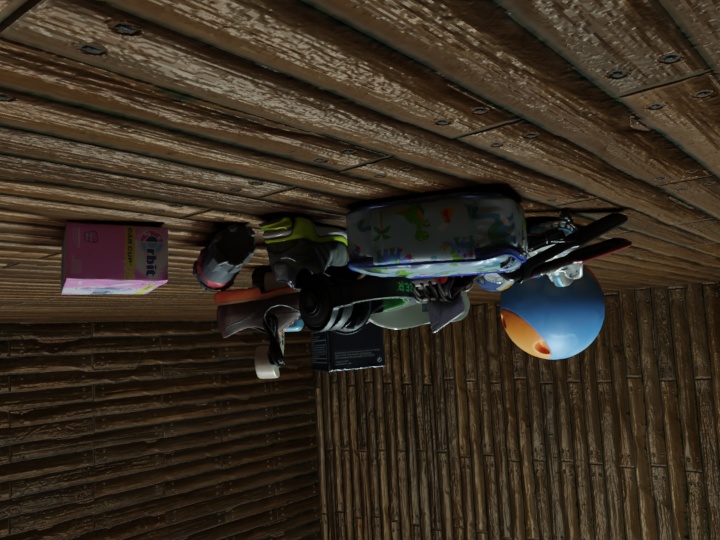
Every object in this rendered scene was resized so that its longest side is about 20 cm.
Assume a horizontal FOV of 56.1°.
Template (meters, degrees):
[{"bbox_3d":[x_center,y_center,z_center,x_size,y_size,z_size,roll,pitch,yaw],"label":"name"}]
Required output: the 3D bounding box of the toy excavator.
[{"bbox_3d":[-0.150,0.095,1.270,0.098,0.205,0.194,-5,174,10],"label":"toy excavator"}]

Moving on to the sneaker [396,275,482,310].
[{"bbox_3d":[0.103,0.011,0.946,0.198,0.083,0.077,-31,122,21],"label":"sneaker"}]

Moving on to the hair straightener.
[{"bbox_3d":[0.256,-0.041,0.880,0.196,0.078,0.041,-17,-161,-4],"label":"hair straightener"}]

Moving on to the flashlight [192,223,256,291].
[{"bbox_3d":[-0.181,-0.017,0.908,0.067,0.069,0.200,4,167,-21],"label":"flashlight"}]

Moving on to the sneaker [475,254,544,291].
[{"bbox_3d":[0.229,-0.018,1.126,0.086,0.077,0.200,11,163,-17],"label":"sneaker"}]

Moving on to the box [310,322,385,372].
[{"bbox_3d":[-0.033,0.098,1.370,0.121,0.203,0.200,-4,175,-14],"label":"box"}]

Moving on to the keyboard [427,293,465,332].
[{"bbox_3d":[0.121,0.020,1.004,0.056,0.011,0.201,-31,-155,17],"label":"keyboard"}]

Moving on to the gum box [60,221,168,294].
[{"bbox_3d":[-0.317,-0.009,0.857,0.111,0.068,0.199,2,173,-26],"label":"gum box"}]

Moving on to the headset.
[{"bbox_3d":[-0.029,0.056,0.811,0.196,0.096,0.123,-12,168,20],"label":"headset"}]

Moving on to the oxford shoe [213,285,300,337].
[{"bbox_3d":[-0.118,0.060,1.008,0.196,0.074,0.071,-4,175,-20],"label":"oxford shoe"}]

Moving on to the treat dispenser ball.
[{"bbox_3d":[0.370,0.069,1.310,0.196,0.206,0.201,-3,174,0],"label":"treat dispenser ball"}]

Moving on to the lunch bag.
[{"bbox_3d":[0.092,-0.036,0.784,0.196,0.084,0.160,-4,177,20],"label":"lunch bag"}]

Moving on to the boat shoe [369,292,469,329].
[{"bbox_3d":[0.076,0.054,1.065,0.197,0.072,0.071,2,180,-27],"label":"boat shoe"}]

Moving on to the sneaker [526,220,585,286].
[{"bbox_3d":[0.285,-0.022,0.980,0.074,0.089,0.198,-6,172,40],"label":"sneaker"}]

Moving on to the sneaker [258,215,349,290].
[{"bbox_3d":[-0.068,-0.015,0.866,0.072,0.083,0.199,-5,174,23],"label":"sneaker"}]

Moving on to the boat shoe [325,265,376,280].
[{"bbox_3d":[0.000,0.000,1.030,0.196,0.076,0.073,-1,-174,-29],"label":"boat shoe"}]
